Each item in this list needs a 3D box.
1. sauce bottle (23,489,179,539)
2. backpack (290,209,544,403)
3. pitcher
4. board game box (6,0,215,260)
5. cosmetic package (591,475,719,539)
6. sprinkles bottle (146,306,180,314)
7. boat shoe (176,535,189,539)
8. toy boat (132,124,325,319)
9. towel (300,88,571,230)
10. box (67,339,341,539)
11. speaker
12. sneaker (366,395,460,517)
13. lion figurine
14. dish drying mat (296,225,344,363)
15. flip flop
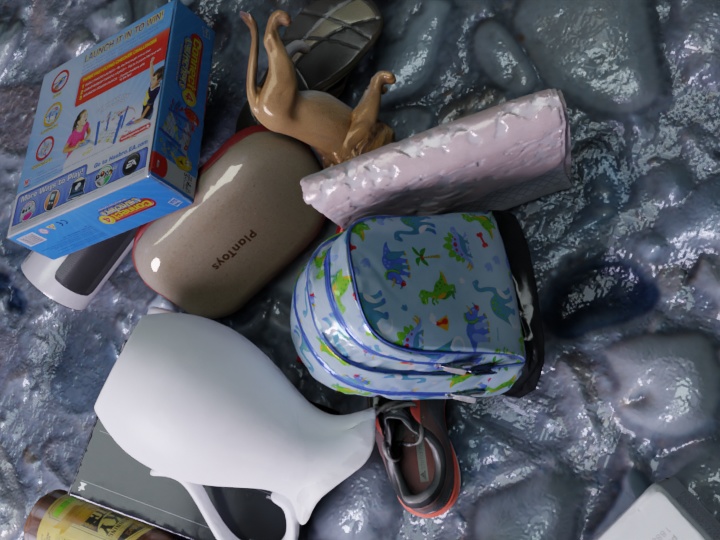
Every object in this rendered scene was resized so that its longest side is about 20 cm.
[{"bbox_3d":[-0.200,0.246,0.764,0.199,0.065,0.065,11,83,25],"label":"sauce bottle"},{"bbox_3d":[0.043,0.026,0.696,0.199,0.154,0.164,-4,74,-10],"label":"backpack"},{"bbox_3d":[-0.112,0.137,0.697,0.199,0.121,0.172,29,102,-9],"label":"pitcher"},{"bbox_3d":[-0.236,-0.131,0.839,0.199,0.056,0.197,-16,58,32],"label":"board game box"},{"bbox_3d":[0.205,0.255,0.591,0.165,0.200,0.165,-45,67,8],"label":"cosmetic package"},{"bbox_3d":[-0.203,0.139,0.856,0.068,0.068,0.201,15,85,24],"label":"sprinkles bottle"},{"bbox_3d":[-0.224,0.297,0.840,0.199,0.075,0.093,-10,47,30],"label":"boat shoe"},{"bbox_3d":[-0.127,-0.060,0.854,0.200,0.130,0.131,-41,38,9],"label":"toy boat"},{"bbox_3d":[0.073,-0.071,0.712,0.199,0.191,0.032,-20,74,12],"label":"towel"},{"bbox_3d":[-0.133,0.161,0.781,0.199,0.079,0.142,20,84,1],"label":"box"},{"bbox_3d":[-0.261,-0.060,0.916,0.081,0.081,0.200,41,95,24],"label":"speaker"},{"bbox_3d":[0.039,0.109,0.752,0.077,0.082,0.201,-21,74,9],"label":"sneaker"},{"bbox_3d":[-0.037,-0.137,0.786,0.199,0.072,0.123,24,81,-14],"label":"lion figurine"},{"bbox_3d":[0.000,0.000,0.830,0.076,0.018,0.201,15,85,23],"label":"dish drying mat"},{"bbox_3d":[-0.050,-0.187,0.874,0.081,0.057,0.200,46,113,19],"label":"flip flop"}]
